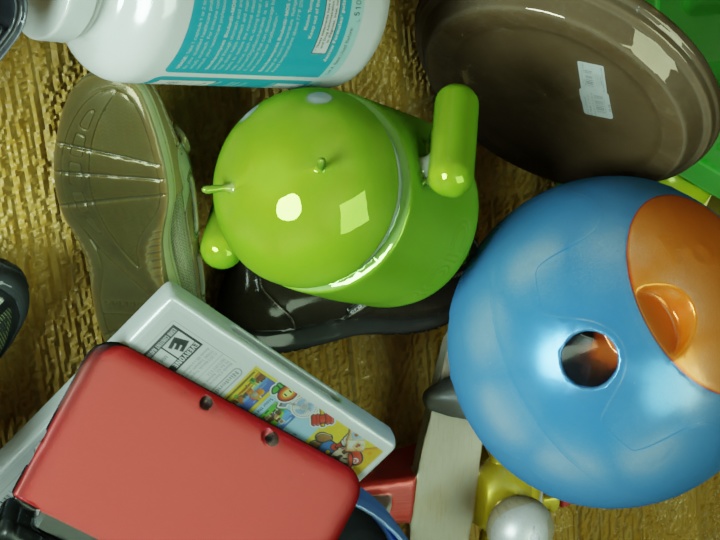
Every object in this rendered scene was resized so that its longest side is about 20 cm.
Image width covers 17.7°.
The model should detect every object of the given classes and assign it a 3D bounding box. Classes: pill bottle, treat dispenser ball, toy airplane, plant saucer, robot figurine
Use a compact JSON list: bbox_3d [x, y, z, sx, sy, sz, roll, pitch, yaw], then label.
[{"bbox_3d":[-0.089,-0.156,1.259,0.200,0.111,0.111,-1,115,-39],"label":"pill bottle"},{"bbox_3d":[0.152,0.044,1.402,0.200,0.201,0.201,-20,125,-30],"label":"treat dispenser ball"},{"bbox_3d":[0.067,0.149,1.543,0.199,0.141,0.200,-49,135,-5],"label":"toy airplane"},{"bbox_3d":[0.121,-0.112,1.401,0.030,0.200,0.200,-63,141,-29],"label":"plant saucer"},{"bbox_3d":[-0.007,-0.041,1.329,0.200,0.175,0.116,12,65,-61],"label":"robot figurine"}]

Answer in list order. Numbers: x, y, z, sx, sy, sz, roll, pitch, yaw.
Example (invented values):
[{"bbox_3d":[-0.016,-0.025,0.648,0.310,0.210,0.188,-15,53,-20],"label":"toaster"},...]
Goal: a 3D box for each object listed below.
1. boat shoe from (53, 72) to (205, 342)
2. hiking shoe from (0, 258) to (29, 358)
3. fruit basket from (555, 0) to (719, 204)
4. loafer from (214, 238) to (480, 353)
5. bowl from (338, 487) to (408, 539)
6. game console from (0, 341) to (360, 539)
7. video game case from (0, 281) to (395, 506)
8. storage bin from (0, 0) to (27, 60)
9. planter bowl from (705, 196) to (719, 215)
[{"bbox_3d":[-0.125,-0.035,1.336,0.063,0.073,0.201,-59,146,-49],"label":"boat shoe"},{"bbox_3d":[-0.242,0.085,1.277,0.200,0.101,0.076,-50,136,-5],"label":"hiking shoe"},{"bbox_3d":[0.219,-0.105,1.539,0.215,0.215,0.156,18,67,-44],"label":"fruit basket"},{"bbox_3d":[0.000,0.000,1.449,0.200,0.073,0.072,-15,122,-34],"label":"loafer"},{"bbox_3d":[-0.059,0.208,1.483,0.200,0.039,0.201,-2,120,-4],"label":"bowl"},{"bbox_3d":[-0.132,0.154,1.377,0.200,0.172,0.119,31,54,-26],"label":"game console"},{"bbox_3d":[-0.110,0.120,1.383,0.182,0.023,0.200,35,111,-28],"label":"video game case"},{"bbox_3d":[-0.279,-0.143,1.122,0.135,0.094,0.200,-53,136,-2],"label":"storage bin"},{"bbox_3d":[0.296,-0.037,1.667,0.200,0.083,0.201,-19,125,-30],"label":"planter bowl"}]
